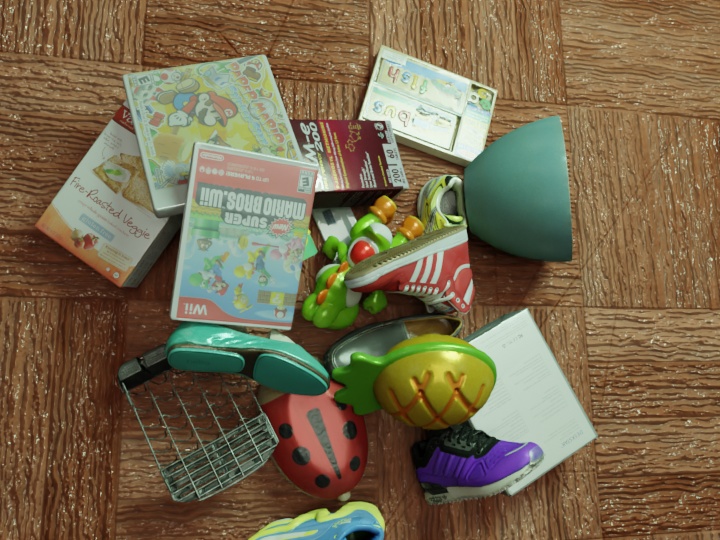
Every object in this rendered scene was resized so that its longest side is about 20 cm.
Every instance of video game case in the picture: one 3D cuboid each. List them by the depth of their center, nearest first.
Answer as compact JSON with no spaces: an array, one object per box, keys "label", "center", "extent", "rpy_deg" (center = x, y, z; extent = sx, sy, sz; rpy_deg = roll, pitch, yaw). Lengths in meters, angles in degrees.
[{"label":"video game case","center":[-0.133,-0.035,0.700],"extent":[0.142,0.017,0.201],"rpy_deg":[7,100,-21]},{"label":"video game case","center":[-0.176,-0.170,0.737],"extent":[0.181,0.023,0.201],"rpy_deg":[-14,67,-16]}]

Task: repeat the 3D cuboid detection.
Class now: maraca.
[{"label":"maraca","center":[0.066,0.136,0.739],"extent":[0.199,0.137,0.107],"rpy_deg":[-2,39,0]}]

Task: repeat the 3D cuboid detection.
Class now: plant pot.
[{"label":"plant pot","center":[0.219,-0.106,0.860],"extent":[0.134,0.200,0.201],"rpy_deg":[-6,79,16]}]

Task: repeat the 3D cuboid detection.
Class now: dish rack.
[{"label":"dish rack","center":[-0.198,0.171,0.750],"extent":[0.153,0.055,0.200],"rpy_deg":[-27,74,-15]}]

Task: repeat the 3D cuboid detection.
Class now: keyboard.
[{"label":"keyboard","center":[-0.039,-0.079,0.876],"extent":[0.056,0.011,0.201],"rpy_deg":[-23,85,-10]}]

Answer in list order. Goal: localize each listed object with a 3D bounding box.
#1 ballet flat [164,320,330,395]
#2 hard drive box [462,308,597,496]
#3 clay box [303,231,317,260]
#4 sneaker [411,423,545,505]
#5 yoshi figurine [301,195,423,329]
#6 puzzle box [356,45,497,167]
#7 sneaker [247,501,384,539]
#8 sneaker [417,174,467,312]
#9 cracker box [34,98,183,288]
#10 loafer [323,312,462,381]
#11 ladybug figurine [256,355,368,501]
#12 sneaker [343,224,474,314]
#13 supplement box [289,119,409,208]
[{"label":"ballet flat","center":[-0.128,0.095,0.731],"extent":[0.199,0.067,0.071],"rpy_deg":[14,42,-12]},{"label":"hard drive box","center":[0.204,0.178,0.844],"extent":[0.155,0.077,0.201],"rpy_deg":[-26,85,-16]},{"label":"clay box","center":[-0.152,-0.086,0.831],"extent":[0.115,0.048,0.201],"rpy_deg":[-26,87,-14]},{"label":"sneaker","center":[0.132,0.228,0.764],"extent":[0.069,0.200,0.100],"rpy_deg":[-13,74,-43]},{"label":"yoshi figurine","center":[-0.004,0.003,0.829],"extent":[0.200,0.112,0.112],"rpy_deg":[-49,122,-19]},{"label":"puzzle box","center":[0.103,-0.248,0.931],"extent":[0.199,0.025,0.134],"rpy_deg":[18,77,-9]},{"label":"sneaker","center":[-0.060,0.338,0.740],"extent":[0.199,0.105,0.076],"rpy_deg":[-19,84,-16]},{"label":"sneaker","center":[0.115,-0.041,0.867],"extent":[0.075,0.076,0.201],"rpy_deg":[0,80,-14]},{"label":"cracker box","center":[-0.289,-0.096,0.771],"extent":[0.134,0.058,0.200],"rpy_deg":[34,87,2]},{"label":"loafer","center":[0.046,0.093,0.807],"extent":[0.199,0.072,0.073],"rpy_deg":[-18,77,-28]},{"label":"ladybug figurine","center":[-0.057,0.202,0.784],"extent":[0.135,0.072,0.201],"rpy_deg":[-27,86,-16]},{"label":"sneaker","center":[0.073,0.021,0.772],"extent":[0.200,0.071,0.113],"rpy_deg":[-22,103,-34]},{"label":"supplement box","center":[-0.041,-0.145,0.831],"extent":[0.199,0.061,0.109],"rpy_deg":[-8,76,-30]}]
